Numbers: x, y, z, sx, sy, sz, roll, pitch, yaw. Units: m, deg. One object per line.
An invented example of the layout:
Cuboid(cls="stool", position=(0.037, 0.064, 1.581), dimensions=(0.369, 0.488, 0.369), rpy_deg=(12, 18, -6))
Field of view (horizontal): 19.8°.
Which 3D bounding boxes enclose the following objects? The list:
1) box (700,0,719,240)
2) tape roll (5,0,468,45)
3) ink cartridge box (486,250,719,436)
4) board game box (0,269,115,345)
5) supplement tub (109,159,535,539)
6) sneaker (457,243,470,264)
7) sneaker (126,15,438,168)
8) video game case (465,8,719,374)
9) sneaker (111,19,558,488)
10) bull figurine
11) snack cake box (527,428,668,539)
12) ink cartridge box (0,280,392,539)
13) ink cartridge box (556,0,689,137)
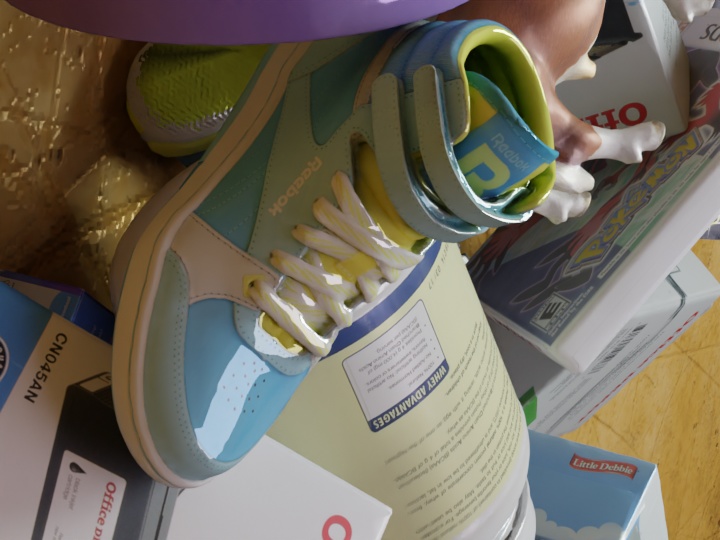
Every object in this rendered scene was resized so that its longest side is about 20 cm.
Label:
Cuboid(cls="box", position=(0.151, -0.114, 1.206), dimensions=(0.046, 0.200, 0.160), rpy_deg=(3, 100, -30))
Cuboid(cls="tape roll", position=(-0.044, -0.157, 0.778), dimensions=(0.200, 0.199, 0.086), rpy_deg=(-38, 135, -52))
Cuboid(cls="ink cartridge box", position=(0.118, 0.037, 1.254), dimensions=(0.147, 0.083, 0.200), rpy_deg=(-45, 164, 21))
Cuboid(cls="board game box", position=(-0.140, 0.118, 0.882), dimensions=(0.134, 0.044, 0.201), rpy_deg=(46, 60, -60))
Cuboid(cls="supplement tub", position=(-0.009, 0.053, 0.896), dimensions=(0.145, 0.144, 0.201), rpy_deg=(-54, 134, -39))
Cuboid(cls="sneaker", position=(0.000, 0.000, 1.096), dimensions=(0.089, 0.078, 0.200), rpy_deg=(-56, 140, -23))
Cuboid(cls="sneaker", position=(-0.009, -0.099, 0.943), dimensions=(0.105, 0.199, 0.076), rpy_deg=(77, -6, -71))
Cuboid(cls="video game case", position=(0.137, -0.048, 1.016), dimensions=(0.023, 0.182, 0.200), rpy_deg=(41, 89, -16))
Cuboid(cls="sneaker", position=(-0.003, -0.013, 0.723), dimensions=(0.079, 0.130, 0.201), rpy_deg=(40, 64, -38))
Cuboid(cls="bull figurine", position=(0.084, -0.120, 0.866), dimensions=(0.121, 0.065, 0.201), rpy_deg=(30, 79, -23))
Cuboid(cls="snack cake box", position=(0.066, 0.140, 1.132), dimensions=(0.067, 0.199, 0.115), rpy_deg=(-58, 148, -33))
Cuboid(cls="ink cartridge box", position=(-0.108, 0.110, 0.767), dimensions=(0.145, 0.199, 0.084), rpy_deg=(-65, -167, -25))
Cuboid(cls="ink cartridge box", position=(0.061, -0.147, 0.983), dimensions=(0.083, 0.145, 0.201), rpy_deg=(-77, 147, -58))
